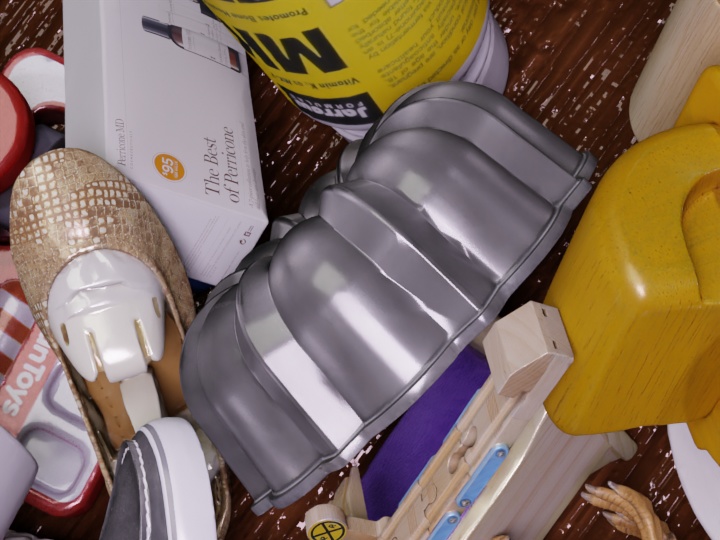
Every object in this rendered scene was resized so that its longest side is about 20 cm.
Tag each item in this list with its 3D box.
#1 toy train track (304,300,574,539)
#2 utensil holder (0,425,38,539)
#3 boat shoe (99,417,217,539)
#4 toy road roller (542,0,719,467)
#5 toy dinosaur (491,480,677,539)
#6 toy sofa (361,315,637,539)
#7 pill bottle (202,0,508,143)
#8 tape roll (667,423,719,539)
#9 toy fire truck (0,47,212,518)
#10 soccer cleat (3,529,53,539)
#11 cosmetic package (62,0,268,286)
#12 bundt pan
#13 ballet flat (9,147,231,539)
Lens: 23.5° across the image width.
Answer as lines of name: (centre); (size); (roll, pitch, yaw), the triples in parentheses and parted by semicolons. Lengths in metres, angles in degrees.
toy train track: (0.007, 0.087, 0.586); (0.201, 0.032, 0.115); (-58, 29, 34)
utensil holder: (-0.249, 0.129, 0.713); (0.169, 0.170, 0.201); (16, 67, 31)
boat shoe: (-0.100, 0.159, 0.692); (0.070, 0.065, 0.203); (-155, 70, -64)
toy road roller: (0.123, -0.021, 0.584); (0.144, 0.123, 0.202); (-4, 54, -19)
toy dinosaur: (0.105, 0.144, 0.661); (0.198, 0.060, 0.107); (15, 71, -4)
toy sofa: (0.017, 0.113, 0.708); (0.083, 0.098, 0.201); (33, 85, 34)
pill bottle: (-0.008, -0.134, 0.775); (0.113, 0.200, 0.116); (-11, 61, 21)
tape roll: (0.220, 0.051, 0.651); (0.200, 0.071, 0.205); (-11, 62, 22)
toy fire truck: (-0.160, 0.001, 0.859); (0.167, 0.112, 0.202); (27, 78, 7)
soccer cleat: (-0.178, 0.144, 0.807); (0.198, 0.070, 0.087); (-18, 60, 19)
cosmetic package: (-0.097, -0.087, 0.834); (0.051, 0.082, 0.201); (-56, 31, 36)
bundt pan: (0.000, 0.000, 0.709); (0.076, 0.202, 0.202); (43, 89, -6)
ballet flat: (-0.095, 0.044, 0.743); (0.070, 0.202, 0.065); (-23, 28, -5)
